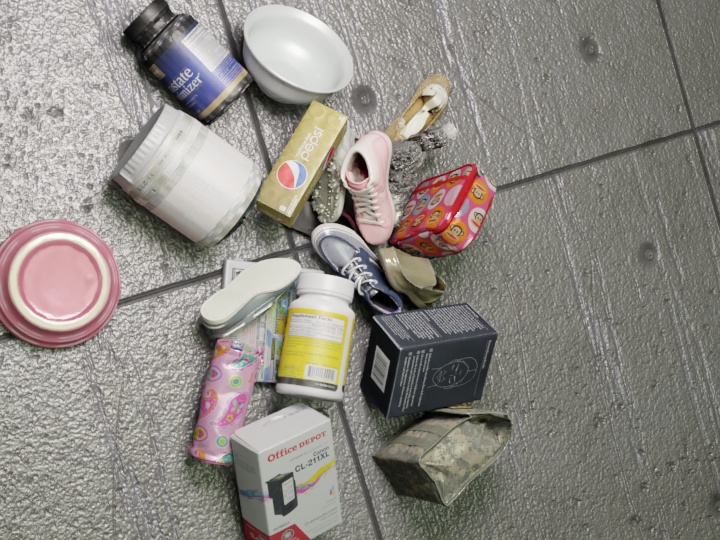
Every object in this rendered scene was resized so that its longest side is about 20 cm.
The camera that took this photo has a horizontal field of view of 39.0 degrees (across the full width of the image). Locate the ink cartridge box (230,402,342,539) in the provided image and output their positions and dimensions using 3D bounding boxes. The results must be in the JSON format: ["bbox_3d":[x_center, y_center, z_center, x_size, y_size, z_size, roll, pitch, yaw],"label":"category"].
[{"bbox_3d":[-0.117,0.336,1.637,0.146,0.083,0.200,-21,116,-34],"label":"ink cartridge box"}]

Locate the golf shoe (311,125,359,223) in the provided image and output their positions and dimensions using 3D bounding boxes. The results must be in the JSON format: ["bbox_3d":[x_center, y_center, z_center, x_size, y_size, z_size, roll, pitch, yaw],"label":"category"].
[{"bbox_3d":[-0.031,-0.171,1.772,0.097,0.078,0.200,17,65,-38],"label":"golf shoe"}]

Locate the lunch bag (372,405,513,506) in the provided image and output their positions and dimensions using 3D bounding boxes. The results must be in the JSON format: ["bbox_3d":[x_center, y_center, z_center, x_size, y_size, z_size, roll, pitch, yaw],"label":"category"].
[{"bbox_3d":[0.150,0.301,1.775,0.200,0.164,0.118,-37,103,-25],"label":"lunch bag"}]

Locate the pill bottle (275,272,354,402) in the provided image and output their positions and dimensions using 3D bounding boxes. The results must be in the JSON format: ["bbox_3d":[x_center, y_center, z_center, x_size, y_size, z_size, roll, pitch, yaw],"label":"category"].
[{"bbox_3d":[-0.070,0.112,1.687,0.114,0.114,0.200,14,78,-25],"label":"pill bottle"}]

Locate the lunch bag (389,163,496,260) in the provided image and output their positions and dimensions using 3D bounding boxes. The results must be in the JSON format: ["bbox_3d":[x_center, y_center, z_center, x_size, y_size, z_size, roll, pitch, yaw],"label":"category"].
[{"bbox_3d":[0.151,-0.110,1.800,0.082,0.200,0.176,38,66,-20],"label":"lunch bag"}]

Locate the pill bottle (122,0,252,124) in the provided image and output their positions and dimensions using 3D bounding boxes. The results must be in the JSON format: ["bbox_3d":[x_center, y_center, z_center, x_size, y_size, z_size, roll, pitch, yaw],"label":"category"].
[{"bbox_3d":[-0.282,-0.343,1.653,0.200,0.112,0.112,44,68,-16],"label":"pill bottle"}]

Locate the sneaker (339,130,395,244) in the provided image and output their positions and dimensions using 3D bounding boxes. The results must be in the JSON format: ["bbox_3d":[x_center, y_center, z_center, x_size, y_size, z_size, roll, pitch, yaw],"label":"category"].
[{"bbox_3d":[0.007,-0.128,1.715,0.105,0.075,0.200,-39,134,-57],"label":"sneaker"}]

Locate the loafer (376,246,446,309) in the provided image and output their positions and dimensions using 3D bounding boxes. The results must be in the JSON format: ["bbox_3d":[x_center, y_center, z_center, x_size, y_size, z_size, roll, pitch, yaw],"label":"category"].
[{"bbox_3d":[0.091,0.003,1.782,0.200,0.068,0.076,39,25,-57],"label":"loafer"}]

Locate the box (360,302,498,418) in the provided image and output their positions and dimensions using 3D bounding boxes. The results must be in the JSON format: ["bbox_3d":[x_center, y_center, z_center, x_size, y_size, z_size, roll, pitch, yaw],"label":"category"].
[{"bbox_3d":[0.118,0.154,1.772,0.200,0.107,0.149,-6,123,-27],"label":"box"}]

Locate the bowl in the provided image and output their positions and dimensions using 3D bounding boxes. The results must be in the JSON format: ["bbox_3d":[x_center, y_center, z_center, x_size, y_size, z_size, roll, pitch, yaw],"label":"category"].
[{"bbox_3d":[-0.120,-0.349,1.729,0.201,0.090,0.201,17,48,-21],"label":"bowl"}]

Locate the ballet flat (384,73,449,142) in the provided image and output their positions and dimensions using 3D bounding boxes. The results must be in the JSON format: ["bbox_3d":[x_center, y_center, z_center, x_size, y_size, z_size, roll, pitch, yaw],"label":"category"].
[{"bbox_3d":[0.118,-0.291,1.876,0.071,0.065,0.200,42,68,-18],"label":"ballet flat"}]

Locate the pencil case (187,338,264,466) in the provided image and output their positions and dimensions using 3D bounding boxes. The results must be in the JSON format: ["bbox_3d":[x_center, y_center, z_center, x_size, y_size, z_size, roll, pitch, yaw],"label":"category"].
[{"bbox_3d":[-0.213,0.209,1.628,0.087,0.087,0.200,15,89,-25],"label":"pencil case"}]

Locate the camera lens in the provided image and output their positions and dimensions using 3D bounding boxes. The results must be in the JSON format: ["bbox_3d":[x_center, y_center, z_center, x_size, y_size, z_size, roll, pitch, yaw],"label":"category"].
[{"bbox_3d":[-0.269,-0.146,1.612,0.200,0.160,0.160,36,70,-19],"label":"camera lens"}]

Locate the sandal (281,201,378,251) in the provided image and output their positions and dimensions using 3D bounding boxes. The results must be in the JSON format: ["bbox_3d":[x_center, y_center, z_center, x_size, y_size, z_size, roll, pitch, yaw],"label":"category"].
[{"bbox_3d":[-0.050,-0.075,1.780,0.200,0.045,0.075,20,74,-24],"label":"sandal"}]

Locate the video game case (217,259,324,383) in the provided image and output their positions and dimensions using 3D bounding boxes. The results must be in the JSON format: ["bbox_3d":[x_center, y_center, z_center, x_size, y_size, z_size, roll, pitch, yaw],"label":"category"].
[{"bbox_3d":[-0.152,0.090,1.725,0.182,0.022,0.200,7,81,-26],"label":"video game case"}]

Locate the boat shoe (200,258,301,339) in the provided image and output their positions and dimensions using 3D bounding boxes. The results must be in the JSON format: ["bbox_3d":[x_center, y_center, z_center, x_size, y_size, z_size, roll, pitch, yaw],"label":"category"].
[{"bbox_3d":[-0.180,0.045,1.681,0.200,0.073,0.062,-34,143,-33],"label":"boat shoe"}]

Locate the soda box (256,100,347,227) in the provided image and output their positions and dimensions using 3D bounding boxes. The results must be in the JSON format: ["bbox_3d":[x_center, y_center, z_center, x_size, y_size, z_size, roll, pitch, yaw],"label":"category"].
[{"bbox_3d":[-0.096,-0.177,1.686,0.068,0.064,0.200,28,76,5],"label":"soda box"}]

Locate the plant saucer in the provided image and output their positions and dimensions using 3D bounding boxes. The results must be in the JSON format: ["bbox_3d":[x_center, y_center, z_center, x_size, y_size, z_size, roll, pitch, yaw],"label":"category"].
[{"bbox_3d":[-0.463,0.019,1.558,0.200,0.051,0.201,3,82,-26],"label":"plant saucer"}]

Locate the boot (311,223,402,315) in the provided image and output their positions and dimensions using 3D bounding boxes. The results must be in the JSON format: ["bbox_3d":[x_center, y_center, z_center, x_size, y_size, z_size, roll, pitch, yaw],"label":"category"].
[{"bbox_3d":[0.000,0.000,1.746,0.073,0.090,0.200,-44,123,16],"label":"boot"}]

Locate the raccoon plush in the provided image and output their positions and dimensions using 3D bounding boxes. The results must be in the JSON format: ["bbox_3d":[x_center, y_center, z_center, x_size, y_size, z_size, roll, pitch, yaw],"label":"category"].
[{"bbox_3d":[0.093,-0.162,1.795,0.200,0.097,0.134,-17,108,9],"label":"raccoon plush"}]
